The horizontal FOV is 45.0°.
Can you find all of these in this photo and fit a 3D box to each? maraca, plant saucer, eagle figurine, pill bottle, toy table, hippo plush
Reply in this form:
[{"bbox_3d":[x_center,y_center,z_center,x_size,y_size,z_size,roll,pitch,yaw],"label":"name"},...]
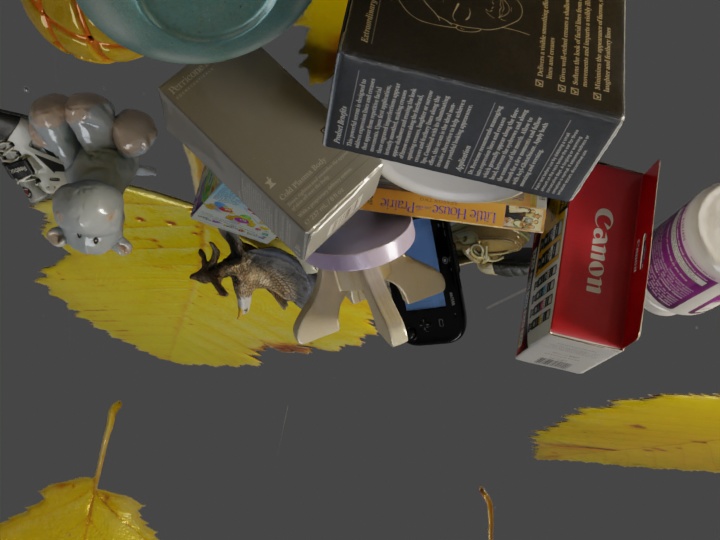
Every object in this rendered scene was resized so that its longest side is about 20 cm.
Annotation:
[{"bbox_3d":[-0.190,-0.232,0.689,0.199,0.108,0.137,-14,152,36],"label":"maraca"},{"bbox_3d":[-0.111,-0.219,0.626,0.199,0.039,0.202,-14,144,-10],"label":"plant saucer"},{"bbox_3d":[-0.157,0.008,1.349,0.198,0.153,0.151,0,143,-35],"label":"eagle figurine"},{"bbox_3d":[0.381,-0.014,0.978,0.111,0.113,0.200,12,162,-3],"label":"pill bottle"},{"bbox_3d":[0.000,0.000,0.965,0.182,0.118,0.200,-16,-158,-1],"label":"toy table"},{"bbox_3d":[-0.340,-0.107,1.055,0.158,0.162,0.200,15,161,-11],"label":"hippo plush"}]

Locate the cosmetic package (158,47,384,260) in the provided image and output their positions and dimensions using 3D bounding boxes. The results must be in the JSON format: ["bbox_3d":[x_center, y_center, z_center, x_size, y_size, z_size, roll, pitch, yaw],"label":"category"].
[{"bbox_3d":[-0.085,-0.120,0.821,0.200,0.107,0.090,43,163,5],"label":"cosmetic package"}]

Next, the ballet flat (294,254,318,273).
[{"bbox_3d":[-0.050,-0.020,1.290,0.068,0.068,0.199,-7,154,42],"label":"ballet flat"}]

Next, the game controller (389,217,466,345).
[{"bbox_3d":[0.076,-0.008,1.072,0.042,0.202,0.104,-13,-177,-40],"label":"game controller"}]

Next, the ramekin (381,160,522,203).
[{"bbox_3d":[0.091,-0.138,0.812,0.200,0.095,0.203,11,162,4],"label":"ramekin"}]

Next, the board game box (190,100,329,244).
[{"bbox_3d":[-0.109,-0.116,0.983,0.104,0.104,0.200,18,161,-20],"label":"board game box"}]

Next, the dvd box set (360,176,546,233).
[{"bbox_3d":[0.103,-0.083,0.950,0.198,0.030,0.146,8,-162,11],"label":"dvd box set"}]

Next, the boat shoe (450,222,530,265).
[{"bbox_3d":[0.135,-0.027,1.164,0.199,0.064,0.073,-3,157,38],"label":"boat shoe"}]

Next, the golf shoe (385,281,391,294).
[{"bbox_3d":[0.040,-0.024,1.149,0.198,0.098,0.078,17,-153,23],"label":"golf shoe"}]

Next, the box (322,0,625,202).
[{"bbox_3d":[0.084,-0.158,0.645,0.198,0.150,0.107,13,151,-3],"label":"box"}]

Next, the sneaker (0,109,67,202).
[{"bbox_3d":[-0.429,-0.140,1.135,0.074,0.089,0.199,-3,156,40],"label":"sneaker"}]

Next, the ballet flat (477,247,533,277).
[{"bbox_3d":[0.254,0.003,1.167,0.198,0.057,0.066,4,-158,18],"label":"ballet flat"}]

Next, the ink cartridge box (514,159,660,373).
[{"bbox_3d":[0.241,-0.009,0.933,0.083,0.202,0.176,13,162,-2],"label":"ink cartridge box"}]
